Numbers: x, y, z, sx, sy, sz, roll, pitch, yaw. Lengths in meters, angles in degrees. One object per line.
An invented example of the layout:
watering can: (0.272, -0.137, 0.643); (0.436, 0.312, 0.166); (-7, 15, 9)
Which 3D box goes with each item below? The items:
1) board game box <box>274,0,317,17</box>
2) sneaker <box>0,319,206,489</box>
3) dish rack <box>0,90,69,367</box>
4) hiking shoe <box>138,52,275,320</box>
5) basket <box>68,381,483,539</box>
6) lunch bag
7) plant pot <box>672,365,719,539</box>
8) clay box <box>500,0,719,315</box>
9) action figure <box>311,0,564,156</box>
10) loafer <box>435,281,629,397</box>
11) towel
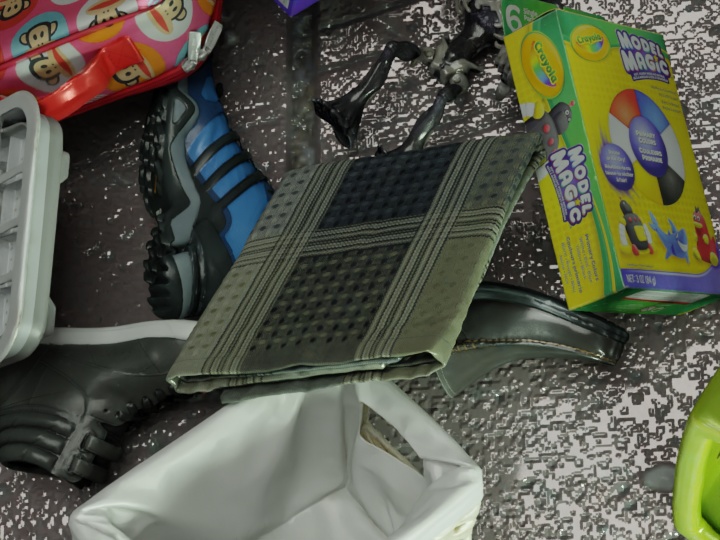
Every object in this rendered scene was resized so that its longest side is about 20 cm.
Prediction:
board game box: (-0.057, -0.266, 1.164); (0.134, 0.045, 0.200); (-35, 70, -29)
sneaker: (-0.140, 0.086, 1.149); (0.198, 0.071, 0.100); (-4, 73, 15)
dish rack: (-0.243, -0.008, 1.161); (0.199, 0.043, 0.173); (-16, 66, 47)
hiking shoe: (-0.095, -0.055, 1.194); (0.086, 0.074, 0.202); (6, 64, -19)
basket: (-0.045, 0.160, 1.040); (0.199, 0.124, 0.135); (-32, 56, -26)
lunch bag: (-0.185, -0.167, 1.192); (0.199, 0.082, 0.177); (-16, 49, 19)
plant pot: (0.298, 0.086, 1.008); (0.199, 0.199, 0.182); (27, 72, 17)
clay box: (0.152, -0.076, 1.114); (0.047, 0.114, 0.202); (-23, 72, 40)
action figure: (0.068, -0.149, 1.168); (0.119, 0.102, 0.200); (41, 83, 5)
loafer: (0.064, 0.043, 1.129); (0.198, 0.073, 0.073); (9, 83, 22)
towel: (0.000, 0.000, 1.064); (0.191, 0.035, 0.201); (-7, 38, 33)
